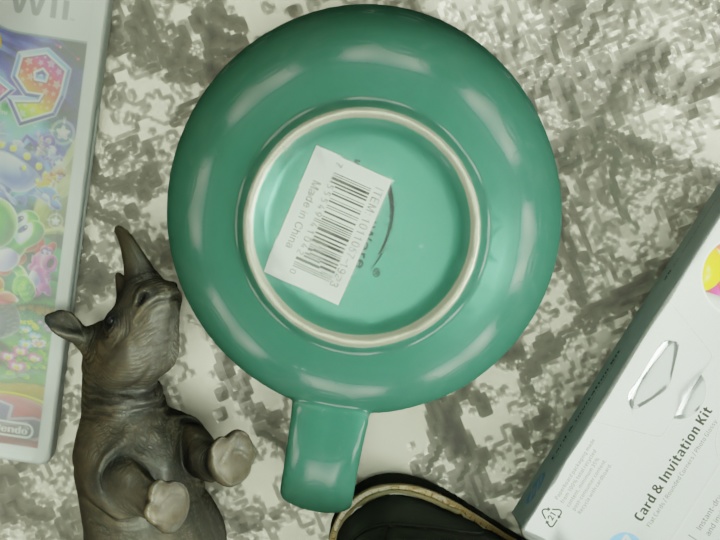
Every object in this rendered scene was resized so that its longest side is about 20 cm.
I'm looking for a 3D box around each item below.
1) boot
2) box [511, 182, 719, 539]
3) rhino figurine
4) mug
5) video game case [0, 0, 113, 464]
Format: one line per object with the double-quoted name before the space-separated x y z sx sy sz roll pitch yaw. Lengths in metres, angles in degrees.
"boot" 0.078 0.155 0.835 0.199 0.138 0.078 19 98 -3
"box" 0.182 0.085 0.830 0.199 0.041 0.157 32 93 -5
"rhino figurine" -0.083 0.082 0.858 0.059 0.087 0.202 -13 98 -33
"mug" 0.008 -0.009 0.824 0.151 0.114 0.186 -23 97 4
"video game case" -0.182 -0.030 0.874 0.142 0.018 0.202 9 98 0
